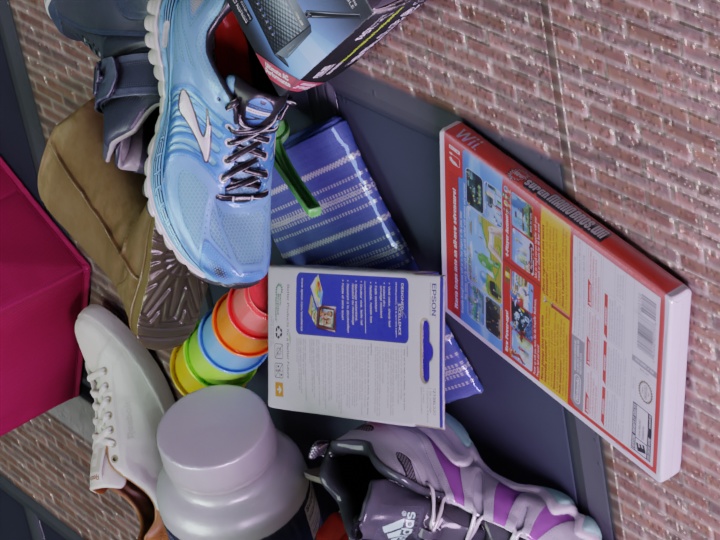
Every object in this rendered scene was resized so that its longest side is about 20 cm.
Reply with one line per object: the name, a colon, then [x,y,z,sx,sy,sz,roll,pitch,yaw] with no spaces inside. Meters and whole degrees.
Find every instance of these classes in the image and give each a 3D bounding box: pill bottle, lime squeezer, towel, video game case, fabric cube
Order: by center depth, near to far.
video game case: [0.115,0.017,1.527,0.200,0.017,0.143,39,145,37]
lime squeezer: [-0.063,-0.114,1.686,0.071,0.038,0.200,-42,62,52]
towel: [0.000,0.000,1.715,0.200,0.024,0.145,62,151,-4]
pill bottle: [-0.084,0.181,1.899,0.111,0.111,0.200,36,151,41]
fabric cube: [-0.363,0.028,2.174,0.200,0.199,0.196,48,151,25]

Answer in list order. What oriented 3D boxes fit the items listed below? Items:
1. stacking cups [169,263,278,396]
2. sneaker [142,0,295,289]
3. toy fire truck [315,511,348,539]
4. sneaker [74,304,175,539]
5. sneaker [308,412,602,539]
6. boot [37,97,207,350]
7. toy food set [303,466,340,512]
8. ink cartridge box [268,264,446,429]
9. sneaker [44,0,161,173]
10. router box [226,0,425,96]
stacking cups: [-0.088,0.040,1.836,0.061,0.060,0.200,57,158,9]
sneaker: [-0.084,-0.087,1.621,0.090,0.078,0.200,-2,96,53]
toy fire truck: [0.018,0.255,1.715,0.168,0.112,0.200,41,175,-7]
sneaker: [-0.189,0.126,2.089,0.200,0.085,0.073,62,155,2]
sneaker: [0.049,0.160,1.620,0.200,0.140,0.078,32,116,33]
boot: [-0.163,-0.064,1.878,0.200,0.066,0.175,53,127,45]
toy food set: [0.032,0.235,1.827,0.143,0.060,0.200,8,122,58]
ink cartridge box: [0.005,0.046,1.657,0.200,0.037,0.095,3,94,58]
sneaker: [-0.158,-0.133,1.747,0.202,0.077,0.146,169,98,-66]
router box: [-0.044,-0.218,1.535,0.200,0.062,0.150,60,152,3]
